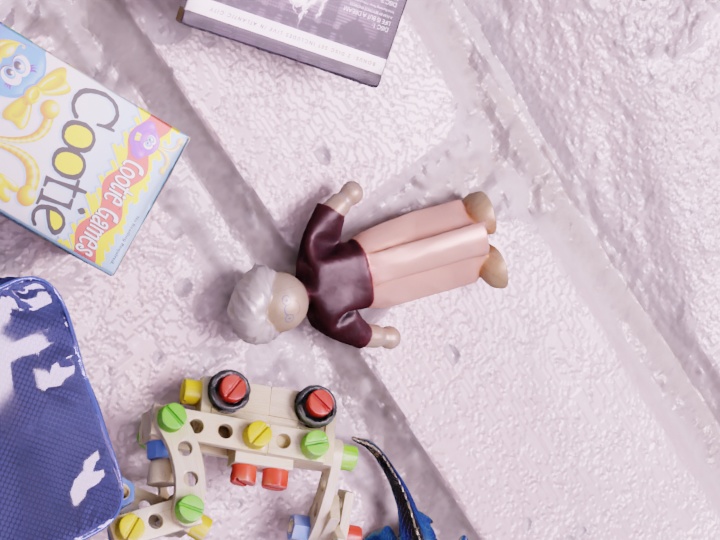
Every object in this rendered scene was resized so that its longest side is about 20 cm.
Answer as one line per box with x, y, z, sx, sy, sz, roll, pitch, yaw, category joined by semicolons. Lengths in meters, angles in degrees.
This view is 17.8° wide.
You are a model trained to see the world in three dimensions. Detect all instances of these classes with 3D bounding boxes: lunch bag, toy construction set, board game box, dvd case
-0.249;0.104;1.462;0.135;0.132;0.201;-23;106;-33;lunch bag
-0.076;0.141;1.552;0.199;0.092;0.132;17;68;-30;toy construction set
-0.226;-0.095;1.452;0.199;0.105;0.103;31;86;-23;board game box
-0.022;-0.235;1.494;0.148;0.016;0.201;16;96;-26;dvd case

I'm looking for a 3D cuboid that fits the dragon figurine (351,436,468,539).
0.045;0.213;1.605;0.058;0.099;0.201;-12;102;-19;dragon figurine

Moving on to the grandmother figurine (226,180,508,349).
0.000;0.000;1.580;0.199;0.061;0.122;-19;96;-20;grandmother figurine
